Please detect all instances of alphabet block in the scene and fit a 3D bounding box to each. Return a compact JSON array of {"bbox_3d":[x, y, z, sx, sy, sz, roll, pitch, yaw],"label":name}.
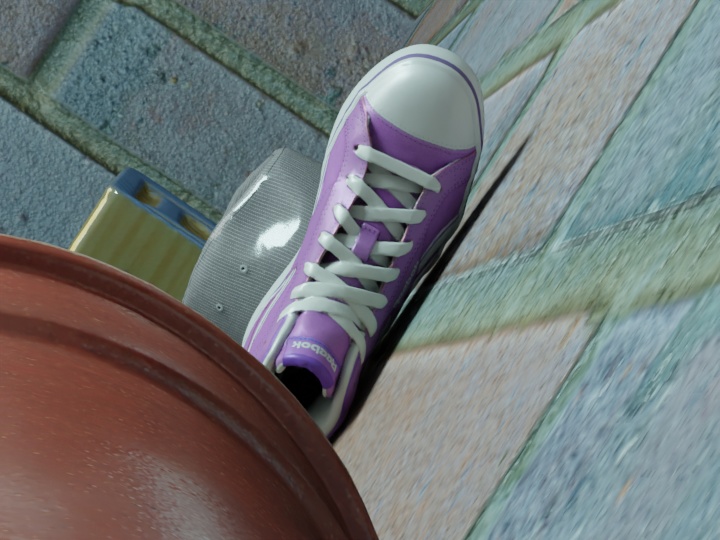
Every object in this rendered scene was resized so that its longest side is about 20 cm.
[{"bbox_3d":[-0.229,0.032,2.715,0.201,0.196,0.195,-56,3,8],"label":"alphabet block"}]

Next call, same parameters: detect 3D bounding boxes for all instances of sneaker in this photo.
[{"bbox_3d":[0.001,0.000,1.170,0.114,0.072,0.201,-77,11,-69],"label":"sneaker"}]

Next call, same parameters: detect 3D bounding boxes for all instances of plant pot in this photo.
[{"bbox_3d":[-0.068,0.101,0.408,0.201,0.200,0.195,-56,12,-2],"label":"plant pot"}]

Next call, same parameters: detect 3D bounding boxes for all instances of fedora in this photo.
[{"bbox_3d":[-0.056,-0.013,1.722,0.200,0.090,0.177,-54,5,35],"label":"fedora"}]
